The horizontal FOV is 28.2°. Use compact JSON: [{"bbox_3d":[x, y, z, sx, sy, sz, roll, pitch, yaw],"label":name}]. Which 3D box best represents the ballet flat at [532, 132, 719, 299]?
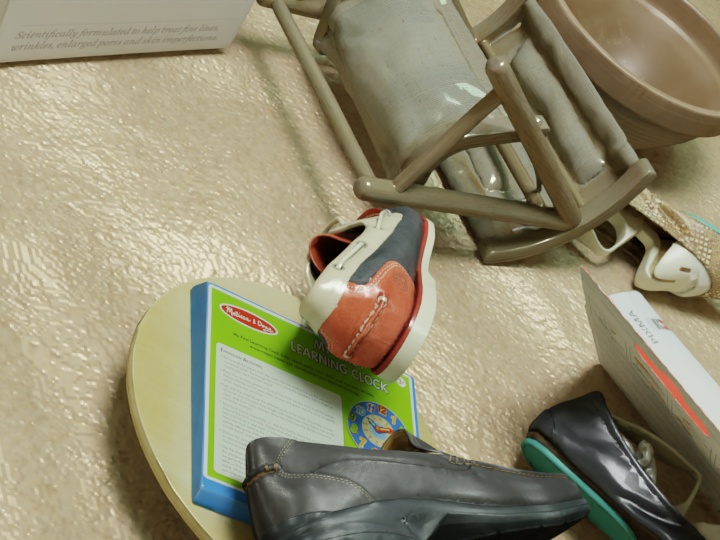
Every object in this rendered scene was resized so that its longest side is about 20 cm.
[{"bbox_3d":[0.200,-0.024,1.032,0.199,0.071,0.065,35,63,2],"label":"ballet flat"}]

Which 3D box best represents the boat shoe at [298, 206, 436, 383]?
[{"bbox_3d":[0.000,0.000,0.784,0.062,0.071,0.200,28,16,-8],"label":"boat shoe"}]

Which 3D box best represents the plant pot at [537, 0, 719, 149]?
[{"bbox_3d":[0.210,-0.163,1.156,0.200,0.093,0.202,21,39,-18],"label":"plant pot"}]

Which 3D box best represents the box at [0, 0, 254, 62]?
[{"bbox_3d":[-0.145,-0.245,0.865,0.198,0.200,0.131,-13,56,-47],"label":"box"}]

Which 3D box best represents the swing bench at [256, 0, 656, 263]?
[{"bbox_3d":[0.065,-0.125,0.958,0.200,0.130,0.200,25,31,-48],"label":"swing bench"}]

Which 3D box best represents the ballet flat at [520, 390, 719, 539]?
[{"bbox_3d":[0.175,0.145,0.794,0.073,0.073,0.200,-16,58,-48],"label":"ballet flat"}]

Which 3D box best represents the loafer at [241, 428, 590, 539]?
[{"bbox_3d":[0.032,0.106,0.676,0.199,0.073,0.073,6,52,-44],"label":"loafer"}]

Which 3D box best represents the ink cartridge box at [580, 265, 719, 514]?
[{"bbox_3d":[0.195,0.074,0.823,0.163,0.050,0.200,53,-4,22],"label":"ink cartridge box"}]

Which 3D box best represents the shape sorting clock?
[{"bbox_3d":[-0.032,0.086,0.722,0.199,0.039,0.201,29,39,-26],"label":"shape sorting clock"}]
